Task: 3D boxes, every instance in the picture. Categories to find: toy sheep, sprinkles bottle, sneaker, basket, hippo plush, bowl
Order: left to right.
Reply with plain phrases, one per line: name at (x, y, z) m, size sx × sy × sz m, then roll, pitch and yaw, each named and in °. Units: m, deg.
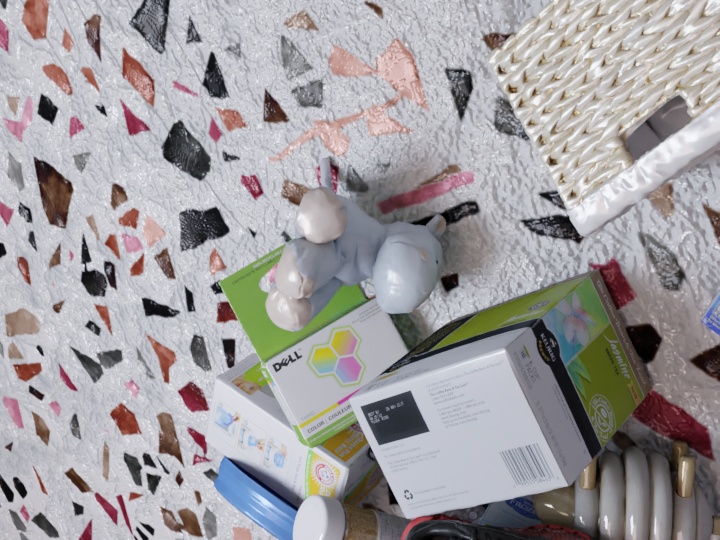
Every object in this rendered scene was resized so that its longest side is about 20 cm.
bowl at (-0.093, 0.296, 1.272) m, size 0.199 × 0.040 × 0.201 m, roll 34°, pitch 171°, yaw 6°
hippo plush at (0.000, 0.000, 1.077) m, size 0.158 × 0.200 × 0.162 m, roll 21°, pitch 104°, yaw -2°
sprinkles bottle at (0.022, 0.304, 1.172) m, size 0.068 × 0.198 × 0.069 m, roll -36°, pitch 43°, yaw 44°
sneaker at (0.123, 0.261, 0.935) m, size 0.197 × 0.098 × 0.072 m, roll 2°, pitch 84°, yaw 17°
toy sheep at (0.261, 0.229, 0.992) m, size 0.196 × 0.138 × 0.140 m, roll 5°, pitch 115°, yaw 13°
basket at (0.233, -0.160, 0.791) m, size 0.198 × 0.199 × 0.162 m, roll -39°, pitch 83°, yaw 41°

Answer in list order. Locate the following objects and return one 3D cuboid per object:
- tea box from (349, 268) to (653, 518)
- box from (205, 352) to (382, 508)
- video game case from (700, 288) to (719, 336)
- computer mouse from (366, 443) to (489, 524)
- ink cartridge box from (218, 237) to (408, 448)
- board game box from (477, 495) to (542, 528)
tea box at (0.134, 0.116, 0.992) m, size 0.198 × 0.196 × 0.135 m, roll -23°, pitch 96°, yaw 43°
box at (-0.071, 0.192, 1.245) m, size 0.198 × 0.112 × 0.103 m, roll 31°, pitch 126°, yaw 23°
video game case at (0.405, 0.027, 0.841) m, size 0.199 × 0.045 × 0.183 m, roll 38°, pitch 127°, yaw 20°
computer mouse at (0.114, 0.226, 1.165) m, size 0.140 × 0.046 × 0.201 m, roll -39°, pitch 92°, yaw 20°
ink cartridge box at (-0.046, 0.066, 1.138) m, size 0.202 × 0.146 × 0.076 m, roll 61°, pitch 169°, yaw -2°
board game box at (0.190, 0.318, 1.022) m, size 0.198 × 0.199 × 0.042 m, roll 24°, pitch 125°, yaw 19°
